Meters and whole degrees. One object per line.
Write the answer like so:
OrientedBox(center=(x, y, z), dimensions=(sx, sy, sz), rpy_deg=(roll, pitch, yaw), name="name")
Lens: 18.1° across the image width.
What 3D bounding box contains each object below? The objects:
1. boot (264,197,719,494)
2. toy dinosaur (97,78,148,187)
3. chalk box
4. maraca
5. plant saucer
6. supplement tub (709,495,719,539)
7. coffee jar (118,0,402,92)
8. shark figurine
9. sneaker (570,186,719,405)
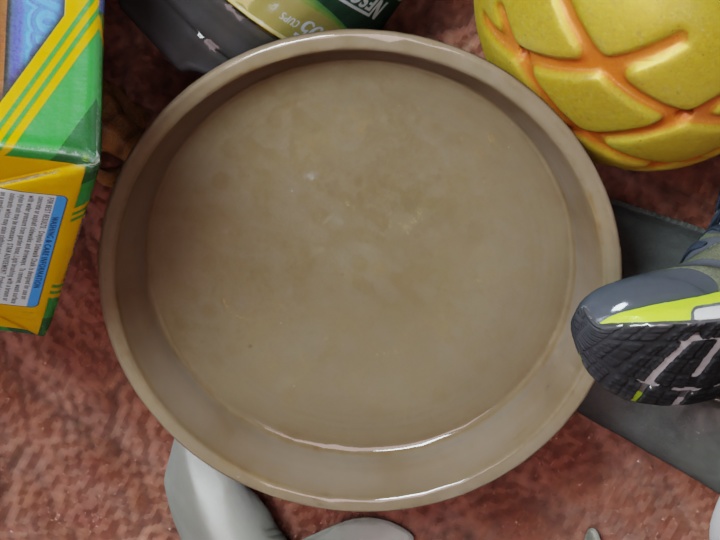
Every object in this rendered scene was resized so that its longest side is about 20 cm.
OrientedBox(center=(0.074, 0.040, 0.935), dimensions=(0.200, 0.073, 0.182), rpy_deg=(29, 107, -7), name="boot")
OrientedBox(center=(-0.147, -0.077, 0.907), dimensions=(0.200, 0.106, 0.061), rpy_deg=(19, 102, -6), name="toy dinosaur")
OrientedBox(center=(-0.159, -0.096, 0.814), dimensions=(0.124, 0.200, 0.125), rpy_deg=(7, 149, -13), name="chalk box")
OrientedBox(center=(0.104, -0.103, 0.838), dimensions=(0.137, 0.200, 0.107), rpy_deg=(19, 71, 9), name="maraca")
OrientedBox(center=(0.000, 0.000, 0.868), dimensions=(0.200, 0.029, 0.201), rpy_deg=(1, 114, 2), name="plant saucer")
OrientedBox(center=(0.248, 0.117, 0.849), dimensions=(0.200, 0.145, 0.145), rpy_deg=(43, 106, 21), name="supplement tub")
OrientedBox(center=(-0.002, -0.155, 0.873), dimensions=(0.200, 0.104, 0.085), rpy_deg=(-49, 65, 15), name="coffee jar")
OrientedBox(center=(0.005, 0.159, 0.956), dimensions=(0.214, 0.090, 0.128), rpy_deg=(16, 106, 5), name="shark figurine")
OrientedBox(center=(0.155, -0.009, 0.870), dimensions=(0.081, 0.200, 0.074), rpy_deg=(59, 145, 20), name="sneaker")
